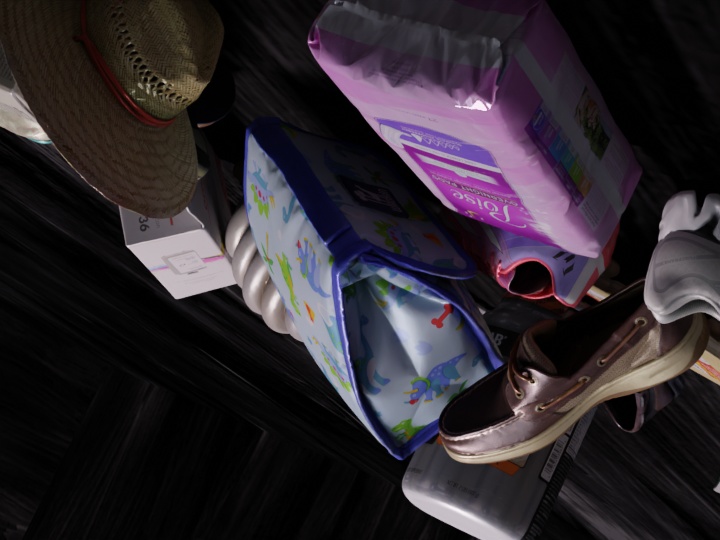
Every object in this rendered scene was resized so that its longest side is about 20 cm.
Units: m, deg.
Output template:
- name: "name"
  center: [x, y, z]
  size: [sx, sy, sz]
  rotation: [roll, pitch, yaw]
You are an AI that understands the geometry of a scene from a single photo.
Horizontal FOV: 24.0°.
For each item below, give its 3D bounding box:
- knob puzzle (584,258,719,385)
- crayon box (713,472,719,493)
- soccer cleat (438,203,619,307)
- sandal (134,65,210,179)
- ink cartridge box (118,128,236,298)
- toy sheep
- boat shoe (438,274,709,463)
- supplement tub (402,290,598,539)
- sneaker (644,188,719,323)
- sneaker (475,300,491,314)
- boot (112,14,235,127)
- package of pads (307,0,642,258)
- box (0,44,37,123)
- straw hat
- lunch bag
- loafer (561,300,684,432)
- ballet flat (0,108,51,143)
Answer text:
- name: "knob puzzle"
  center: [0.234, 0.043, 1.203]
  size: [0.219, 0.031, 0.220]
  rotation: [33, 178, 1]
- name: "crayon box"
  center: [0.423, 0.208, 1.518]
  size: [0.199, 0.052, 0.126]
  rotation: [25, 169, 12]
- name: "soccer cleat"
  center: [0.102, -0.016, 1.155]
  size: [0.067, 0.077, 0.200]
  rotation: [31, 167, -25]
- name: "sandal"
  center: [-0.178, -0.116, 1.115]
  size: [0.057, 0.080, 0.201]
  rotation: [-28, 129, 22]
- name: "ink cartridge box"
  center: [-0.154, -0.063, 1.379]
  size: [0.067, 0.117, 0.200]
  rotation: [-13, 162, 3]
- name: "toy sheep"
  center: [-0.044, -0.013, 1.375]
  size: [0.200, 0.138, 0.138]
  rotation: [46, 178, 24]
- name: "boat shoe"
  center: [0.126, 0.060, 1.109]
  size: [0.199, 0.072, 0.072]
  rotation: [-27, 128, 27]
- name: "supplement tub"
  center: [0.125, 0.118, 1.393]
  size: [0.122, 0.201, 0.123]
  rotation: [24, 168, 6]
- name: "sneaker"
  center: [0.260, 0.023, 0.982]
  size: [0.199, 0.081, 0.075]
  rotation: [20, 166, 20]
- name: "sneaker"
  center: [0.043, 0.041, 1.523]
  size: [0.200, 0.087, 0.075]
  rotation: [33, 168, -26]
- name: "boot"
  center: [-0.193, -0.151, 1.212]
  size: [0.199, 0.075, 0.097]
  rotation: [27, 166, -16]
- name: "package of pads"
  center: [0.067, -0.087, 0.919]
  size: [0.120, 0.076, 0.200]
  rotation: [22, 168, 31]
- name: "box"
  center: [-0.319, -0.190, 1.301]
  size: [0.199, 0.083, 0.068]
  rotation: [24, 170, 17]
- name: "straw hat"
  center: [-0.132, -0.141, 1.053]
  size: [0.085, 0.202, 0.201]
  rotation: [-28, 140, 22]
- name: "lunch bag"
  center: [0.000, 0.000, 1.181]
  size: [0.170, 0.127, 0.200]
  rotation: [53, 179, 45]
- name: "loafer"
  center: [0.199, 0.080, 1.313]
  size: [0.072, 0.063, 0.200]
  rotation: [33, 179, 32]
- name: "ballet flat"
  center: [-0.343, -0.173, 1.521]
  size: [0.199, 0.068, 0.063]
  rotation: [18, 139, 19]
